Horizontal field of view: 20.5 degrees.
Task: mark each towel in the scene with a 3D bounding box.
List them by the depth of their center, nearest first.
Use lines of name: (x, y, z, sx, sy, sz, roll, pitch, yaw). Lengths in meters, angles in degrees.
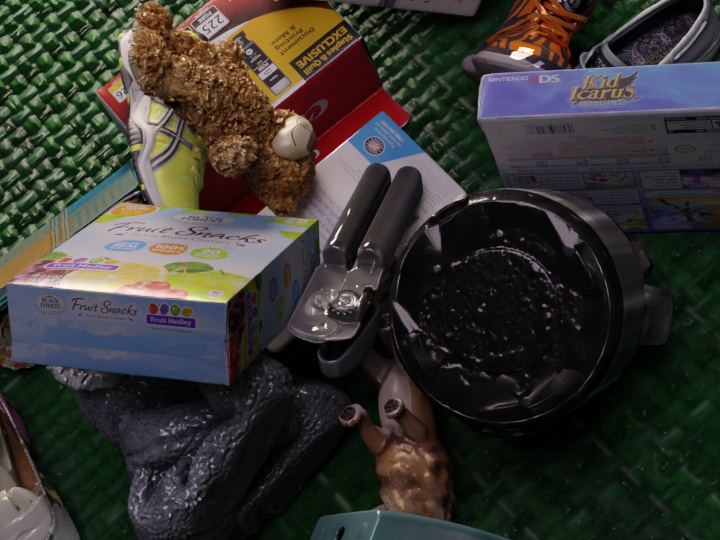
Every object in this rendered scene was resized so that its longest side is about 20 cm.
towel: (-0.259, -0.017, 1.651, 0.200, 0.022, 0.147, -37, 14, 3)

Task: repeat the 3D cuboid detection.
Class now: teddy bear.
teddy bear: (-0.104, -0.131, 1.542, 0.067, 0.145, 0.200, -41, 98, 15)

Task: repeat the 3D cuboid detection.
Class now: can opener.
can opener: (0.000, 0.000, 1.508, 0.053, 0.067, 0.200, 6, 40, 18)

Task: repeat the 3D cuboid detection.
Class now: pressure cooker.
pressure cooker: (0.126, 0.024, 1.477, 0.179, 0.200, 0.176, -41, 82, 14)

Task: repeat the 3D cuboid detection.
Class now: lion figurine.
lion figurine: (0.031, 0.106, 1.518, 0.072, 0.123, 0.200, -17, 46, 22)

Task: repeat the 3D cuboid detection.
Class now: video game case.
video game case: (0.204, -0.090, 1.514, 0.199, 0.181, 0.046, -1, 62, 16)

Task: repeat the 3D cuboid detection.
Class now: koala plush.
koala plush: (-0.148, 0.108, 1.527, 0.200, 0.177, 0.184, 38, 92, 25)

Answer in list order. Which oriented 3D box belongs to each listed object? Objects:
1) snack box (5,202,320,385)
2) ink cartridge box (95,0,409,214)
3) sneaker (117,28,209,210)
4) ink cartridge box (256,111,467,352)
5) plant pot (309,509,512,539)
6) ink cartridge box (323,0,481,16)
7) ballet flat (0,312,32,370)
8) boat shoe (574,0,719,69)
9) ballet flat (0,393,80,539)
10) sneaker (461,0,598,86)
snack box: (-0.138, 0.012, 1.448, 0.168, 0.200, 0.068, 5, 108, 16)
ink cartridge box: (-0.088, -0.141, 1.684, 0.200, 0.084, 0.176, -40, 61, -6)
sneaker: (-0.146, -0.112, 1.598, 0.076, 0.075, 0.201, -10, 69, -2)
ink cartridge box: (-0.016, -0.017, 1.607, 0.200, 0.068, 0.115, -40, 59, -6)
plant pot: (0.055, 0.247, 1.348, 0.141, 0.200, 0.142, -19, 46, 60)
ink cartridge box: (0.021, -0.297, 1.647, 0.199, 0.145, 0.084, 3, 49, -19)
ballet flat: (-0.229, 0.009, 1.660, 0.200, 0.064, 0.076, -33, 60, -1)
boat shoe: (0.204, -0.160, 1.614, 0.201, 0.072, 0.070, -36, 59, -4)
ballet flat: (-0.280, 0.172, 1.586, 0.069, 0.071, 0.200, -28, 59, 0)
sneaker: (0.143, -0.190, 1.581, 0.078, 0.200, 0.112, 36, 90, -15)
